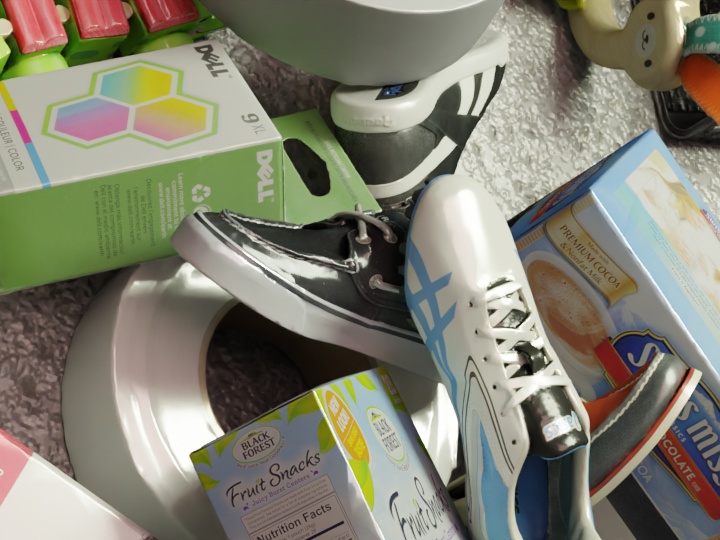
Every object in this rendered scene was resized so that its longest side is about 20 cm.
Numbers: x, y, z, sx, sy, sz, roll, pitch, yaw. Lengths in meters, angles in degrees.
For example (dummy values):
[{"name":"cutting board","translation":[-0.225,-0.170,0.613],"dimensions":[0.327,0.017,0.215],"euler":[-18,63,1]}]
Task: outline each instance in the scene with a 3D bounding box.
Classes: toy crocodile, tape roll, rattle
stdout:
[{"name":"toy crocodile","translation":[-0.142,-0.133,0.962],"dimensions":[0.199,0.062,0.068],"euler":[-17,81,-35]},{"name":"tape roll","translation":[-0.005,-0.200,0.979],"dimensions":[0.199,0.066,0.201],"euler":[10,56,-16]},{"name":"tape roll","translation":[-0.049,0.068,0.935],"dimensions":[0.201,0.071,0.204],"euler":[12,65,-27]},{"name":"rattle","translation":[0.147,-0.168,1.091],"dimensions":[0.142,0.130,0.201],"euler":[20,39,-37]}]

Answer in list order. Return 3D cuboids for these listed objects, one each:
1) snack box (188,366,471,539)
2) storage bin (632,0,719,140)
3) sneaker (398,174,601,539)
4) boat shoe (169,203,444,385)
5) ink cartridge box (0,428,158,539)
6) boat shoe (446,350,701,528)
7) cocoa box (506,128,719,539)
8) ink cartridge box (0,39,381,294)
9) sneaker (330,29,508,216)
[{"name":"snack box","translation":[0.014,0.148,0.801],"dimensions":[0.201,0.067,0.169],"euler":[62,10,4]},{"name":"storage bin","translation":[0.255,-0.196,1.183],"dimensions":[0.093,0.135,0.201],"euler":[0,71,-31]},{"name":"sneaker","translation":[0.072,0.050,0.849],"dimensions":[0.072,0.072,0.201],"euler":[-19,96,-38]},{"name":"boat shoe","translation":[0.000,0.000,0.878],"dimensions":[0.199,0.072,0.068],"euler":[23,103,-34]},{"name":"ink cartridge box","translation":[-0.142,0.158,0.796],"dimensions":[0.200,0.145,0.085],"euler":[38,58,-13]},{"name":"boat shoe","translation":[0.093,0.102,0.937],"dimensions":[0.063,0.200,0.071],"euler":[47,32,5]},{"name":"cocoa box","translation":[0.153,0.048,1.006],"dimensions":[0.201,0.131,0.133],"euler":[55,31,-2]},{"name":"ink cartridge box","translation":[-0.098,-0.060,0.900],"dimensions":[0.199,0.060,0.104],"euler":[-12,38,-17]},{"name":"sneaker","translation":[0.033,-0.070,1.049],"dimensions":[0.200,0.073,0.113],"euler":[-41,134,-59]}]
